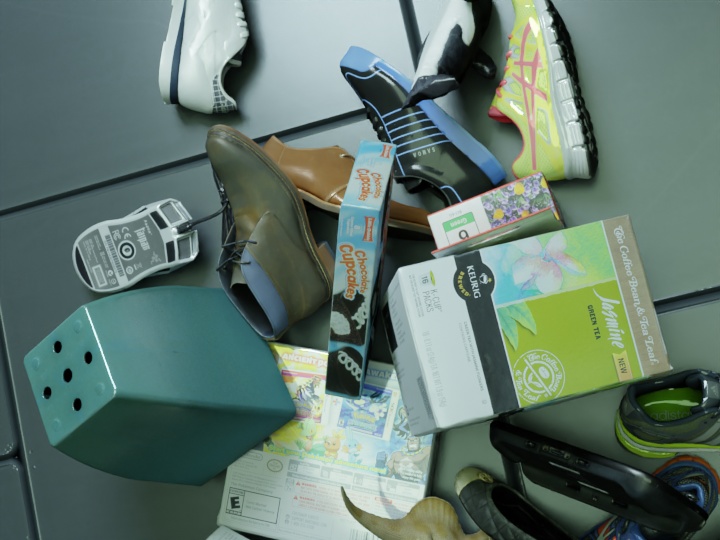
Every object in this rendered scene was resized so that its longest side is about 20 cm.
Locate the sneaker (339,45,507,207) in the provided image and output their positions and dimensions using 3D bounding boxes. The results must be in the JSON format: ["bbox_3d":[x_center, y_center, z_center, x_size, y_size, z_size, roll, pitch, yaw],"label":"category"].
[{"bbox_3d":[0.043,-0.128,1.152,0.200,0.070,0.078,42,89,12],"label":"sneaker"}]

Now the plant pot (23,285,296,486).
[{"bbox_3d":[-0.191,0.101,1.094,0.141,0.199,0.142,-38,63,25],"label":"plant pot"}]

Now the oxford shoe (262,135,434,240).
[{"bbox_3d":[-0.014,-0.081,1.164,0.199,0.071,0.072,21,83,14],"label":"oxford shoe"}]

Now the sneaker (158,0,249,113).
[{"bbox_3d":[-0.147,-0.258,1.215,0.080,0.076,0.202,9,92,2],"label":"sneaker"}]

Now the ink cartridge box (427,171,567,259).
[{"bbox_3d":[0.120,-0.041,1.059,0.108,0.200,0.051,-21,79,11],"label":"ink cartridge box"}]

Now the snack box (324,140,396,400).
[{"bbox_3d":[0.000,0.000,1.079,0.037,0.117,0.201,8,124,4],"label":"snack box"}]

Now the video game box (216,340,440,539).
[{"bbox_3d":[-0.026,0.171,1.157,0.198,0.047,0.184,10,90,13],"label":"video game box"}]

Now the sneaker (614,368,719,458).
[{"bbox_3d":[0.319,0.120,1.052,0.198,0.081,0.075,-10,62,11],"label":"sneaker"}]

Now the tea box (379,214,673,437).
[{"bbox_3d":[0.130,0.053,1.028,0.195,0.200,0.135,-14,82,-5],"label":"tea box"}]

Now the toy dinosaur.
[{"bbox_3d":[0.054,0.253,1.095,0.198,0.058,0.102,15,70,-24],"label":"toy dinosaur"}]

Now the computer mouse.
[{"bbox_3d":[-0.196,-0.036,1.208,0.198,0.044,0.111,-17,96,18],"label":"computer mouse"}]

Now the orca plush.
[{"bbox_3d":[0.100,-0.203,1.108,0.071,0.200,0.106,28,121,-7],"label":"orca plush"}]

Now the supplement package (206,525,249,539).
[{"bbox_3d":[-0.083,0.347,1.103,0.199,0.117,0.118,25,114,14],"label":"supplement package"}]

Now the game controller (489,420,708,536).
[{"bbox_3d":[0.197,0.172,1.032,0.199,0.104,0.042,12,62,53],"label":"game controller"}]

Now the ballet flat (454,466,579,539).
[{"bbox_3d":[0.159,0.226,1.070,0.200,0.066,0.057,34,118,43],"label":"ballet flat"}]

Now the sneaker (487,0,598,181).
[{"bbox_3d":[0.156,-0.175,1.128,0.090,0.078,0.202,-15,78,22],"label":"sneaker"}]

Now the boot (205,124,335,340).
[{"bbox_3d":[-0.099,-0.032,1.124,0.074,0.097,0.201,-14,117,50],"label":"boot"}]

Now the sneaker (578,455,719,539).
[{"bbox_3d":[0.238,0.244,1.071,0.075,0.078,0.200,39,95,14],"label":"sneaker"}]
